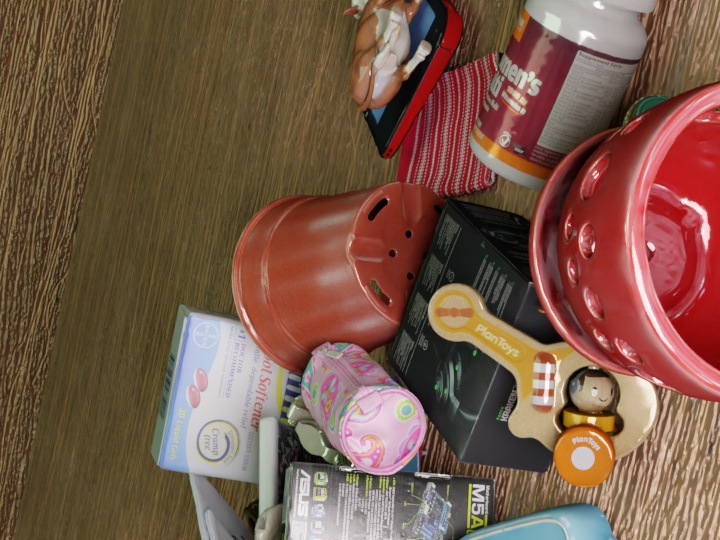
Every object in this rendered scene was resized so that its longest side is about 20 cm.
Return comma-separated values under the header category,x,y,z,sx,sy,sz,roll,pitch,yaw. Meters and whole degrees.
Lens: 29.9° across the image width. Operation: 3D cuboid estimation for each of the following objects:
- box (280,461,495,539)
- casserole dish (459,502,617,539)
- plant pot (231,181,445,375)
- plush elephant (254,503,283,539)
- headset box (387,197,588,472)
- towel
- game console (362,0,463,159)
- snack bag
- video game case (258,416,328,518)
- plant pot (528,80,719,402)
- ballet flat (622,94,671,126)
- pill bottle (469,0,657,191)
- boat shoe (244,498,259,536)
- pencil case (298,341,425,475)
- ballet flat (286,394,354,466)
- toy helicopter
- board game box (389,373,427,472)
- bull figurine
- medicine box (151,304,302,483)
category,x,y,z,sx,sy,sz,roll,pitch,yaw
box,0.021,0.279,1.213,0.048,0.192,0.202,128,146,-74
casserole dish,0.134,0.260,1.113,0.200,0.039,0.122,-29,56,47
plant pot,0.000,0.000,1.401,0.195,0.200,0.202,-16,66,54
plush elephant,-0.026,0.300,1.299,0.200,0.154,0.166,-21,80,60
headset box,0.122,0.058,1.200,0.200,0.092,0.175,51,126,59
towel,0.094,-0.149,1.435,0.200,0.022,0.146,176,102,-65
game console,0.047,-0.242,1.523,0.177,0.031,0.200,-58,25,23
snack bag,-0.136,0.338,1.587,0.021,0.189,0.200,-33,30,3
video game case,-0.061,0.279,1.448,0.023,0.182,0.201,-12,63,20
plant pot,0.221,-0.013,0.891,0.182,0.199,0.202,165,114,-72
ballet flat,0.233,-0.036,1.048,0.065,0.070,0.202,86,-171,-72
pill bottle,0.177,-0.176,1.153,0.110,0.109,0.201,-118,44,-55
boat shoe,-0.090,0.333,1.569,0.200,0.067,0.072,-123,25,-64
pencil case,-0.002,0.125,1.272,0.200,0.087,0.088,-142,64,-73
ballet flat,-0.036,0.165,1.434,0.200,0.075,0.068,-134,54,-63
toy helicopter,0.145,0.066,1.059,0.133,0.199,0.079,-59,-11,12
board game box,0.036,0.206,1.404,0.200,0.039,0.159,127,141,-55
bull figurine,0.029,-0.263,1.463,0.121,0.065,0.201,-46,32,46
medicine box,-0.130,0.149,1.585,0.103,0.198,0.184,-164,85,-76
